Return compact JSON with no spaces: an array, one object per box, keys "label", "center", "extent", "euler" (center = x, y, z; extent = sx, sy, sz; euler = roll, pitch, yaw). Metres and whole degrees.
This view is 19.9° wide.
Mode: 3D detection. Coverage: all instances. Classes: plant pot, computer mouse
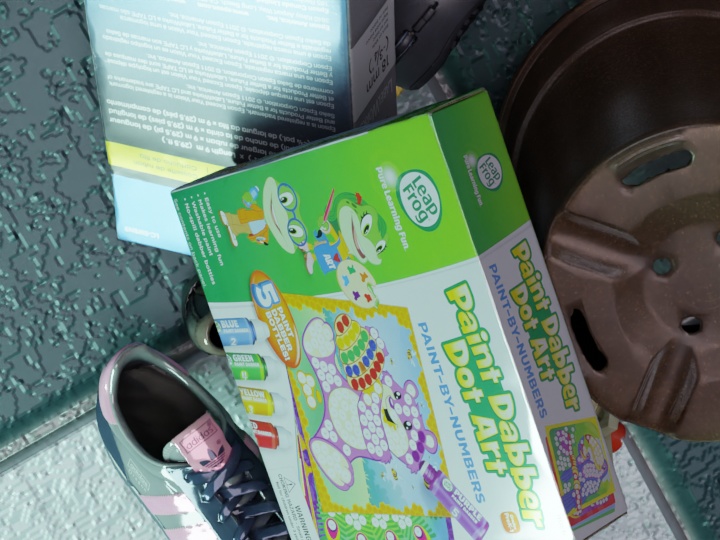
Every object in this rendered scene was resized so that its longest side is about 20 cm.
[{"label":"plant pot","center":[0.159,-0.025,0.989],"extent":[0.199,0.198,0.202],"euler":[2,110,5]},{"label":"computer mouse","center":[0.003,-0.097,1.073],"extent":[0.058,0.034,0.201],"euler":[33,98,-14]}]

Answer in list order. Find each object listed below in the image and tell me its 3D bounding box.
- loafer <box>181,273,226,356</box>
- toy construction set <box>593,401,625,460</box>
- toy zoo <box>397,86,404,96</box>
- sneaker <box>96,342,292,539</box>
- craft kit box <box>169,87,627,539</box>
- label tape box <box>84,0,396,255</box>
[{"label":"loafer","center":[0.000,0.000,1.100],"extent":[0.199,0.063,0.072],"euler":[-24,104,-1]},{"label":"toy construction set","center":[0.050,0.099,1.105],"extent":[0.198,0.131,0.093],"euler":[7,120,-13]},{"label":"toy zoo","center":[0.001,-0.171,1.084],"extent":[0.131,0.020,0.200],"euler":[39,96,-13]},{"label":"sneaker","center":[-0.071,0.118,1.060],"extent":[0.070,0.082,0.200],"euler":[-39,66,-21]},{"label":"craft kit box","center":[0.013,0.034,0.959],"extent":[0.048,0.197,0.201],"euler":[-25,97,-43]},{"label":"label tape box","center":[-0.058,-0.098,1.035],"extent":[0.143,0.063,0.201],"euler":[13,132,17]}]
